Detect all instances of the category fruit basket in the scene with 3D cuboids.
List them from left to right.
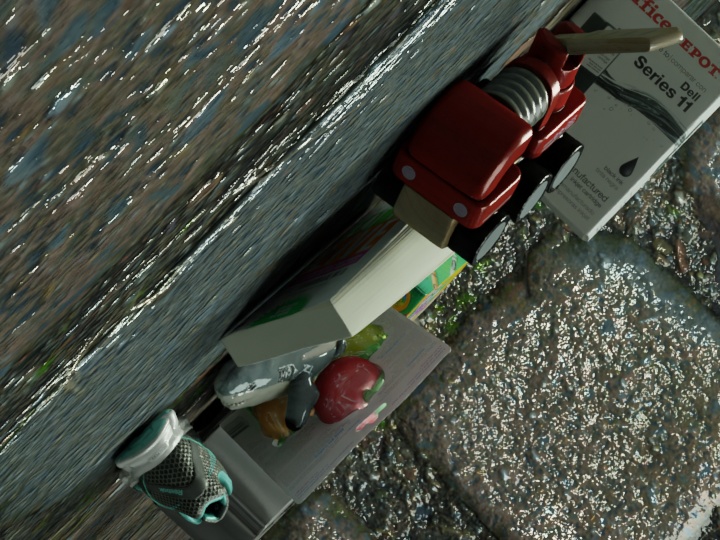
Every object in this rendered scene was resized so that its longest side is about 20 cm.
[{"bbox_3d":[-0.022,0.108,1.776,0.185,0.094,0.200,-45,-147,-6],"label":"fruit basket"}]

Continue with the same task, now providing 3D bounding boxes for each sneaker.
[{"bbox_3d":[-0.145,0.171,1.652,0.078,0.091,0.200,-44,176,-3],"label":"sneaker"}]

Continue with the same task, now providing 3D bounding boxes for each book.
[{"bbox_3d":[0.000,0.000,1.554,0.133,0.048,0.200,-18,-162,46],"label":"book"}]

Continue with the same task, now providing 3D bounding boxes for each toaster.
[{"bbox_3d":[-0.094,0.172,1.965,0.181,0.119,0.200,-44,175,-26],"label":"toaster"}]

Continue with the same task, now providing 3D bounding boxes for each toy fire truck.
[{"bbox_3d":[0.125,-0.117,1.470,0.176,0.129,0.200,-41,162,-42],"label":"toy fire truck"}]

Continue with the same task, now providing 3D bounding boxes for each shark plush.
[{"bbox_3d":[-0.041,0.049,1.708,0.200,0.091,0.083,-39,143,-11],"label":"shark plush"}]

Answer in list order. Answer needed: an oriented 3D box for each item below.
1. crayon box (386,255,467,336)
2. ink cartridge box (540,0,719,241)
[{"bbox_3d":[0.052,0.022,2.356,0.119,0.058,0.200,-48,175,25],"label":"crayon box"},{"bbox_3d":[0.214,-0.146,1.762,0.200,0.147,0.083,-47,174,2],"label":"ink cartridge box"}]
